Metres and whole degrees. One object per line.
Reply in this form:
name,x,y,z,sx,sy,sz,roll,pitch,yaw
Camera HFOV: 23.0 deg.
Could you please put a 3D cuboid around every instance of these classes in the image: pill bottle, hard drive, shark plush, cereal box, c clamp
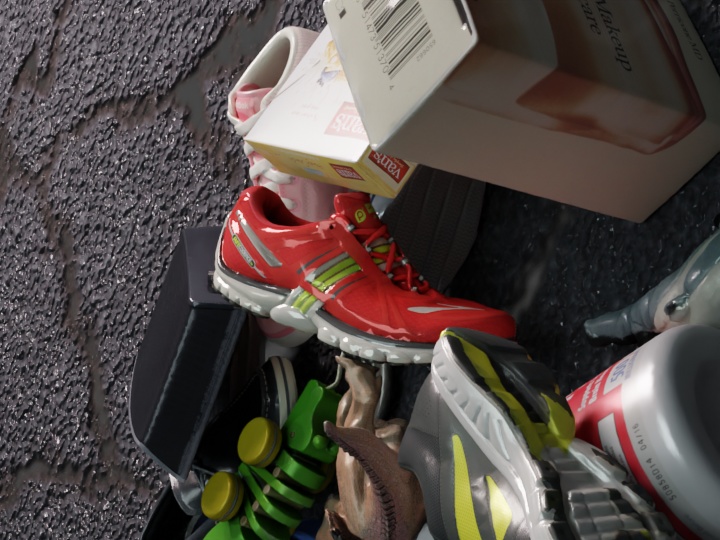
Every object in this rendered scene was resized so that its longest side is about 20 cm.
pill bottle,0.121,0.120,0.889,0.200,0.112,0.113,-39,53,38
hard drive,-0.114,0.045,1.164,0.200,0.042,0.136,-115,45,-73
shark plush,0.194,0.001,0.894,0.200,0.090,0.084,129,160,-52
cereal box,0.029,-0.138,1.029,0.201,0.039,0.144,-55,29,-11
c clamp,-0.042,0.038,1.175,0.199,0.027,0.173,1,82,51

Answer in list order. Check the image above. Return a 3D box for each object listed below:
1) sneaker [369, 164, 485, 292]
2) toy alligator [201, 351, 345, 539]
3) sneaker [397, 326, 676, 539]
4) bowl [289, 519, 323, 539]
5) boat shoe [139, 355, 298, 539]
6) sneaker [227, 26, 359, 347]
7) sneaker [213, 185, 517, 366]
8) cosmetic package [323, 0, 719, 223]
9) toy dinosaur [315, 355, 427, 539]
sneaker,0.038,-0.063,1.079,0.071,0.073,0.202,24,91,59
toy alligator,-0.036,0.114,1.083,0.201,0.059,0.054,-55,37,9
sneaker,0.080,0.117,0.808,0.085,0.074,0.201,-62,37,31
bowl,-0.045,0.259,1.117,0.200,0.039,0.203,-15,70,48
boat shoe,-0.093,0.136,1.165,0.201,0.062,0.075,-60,31,35
sneaker,-0.050,-0.060,1.125,0.075,0.104,0.202,9,79,53
sneaker,0.000,0.000,0.999,0.199,0.077,0.086,18,101,27
cosmetic package,0.091,-0.104,0.911,0.087,0.199,0.104,-44,52,34
toy dinosaur,0.014,0.125,0.986,0.085,0.200,0.137,14,87,7
